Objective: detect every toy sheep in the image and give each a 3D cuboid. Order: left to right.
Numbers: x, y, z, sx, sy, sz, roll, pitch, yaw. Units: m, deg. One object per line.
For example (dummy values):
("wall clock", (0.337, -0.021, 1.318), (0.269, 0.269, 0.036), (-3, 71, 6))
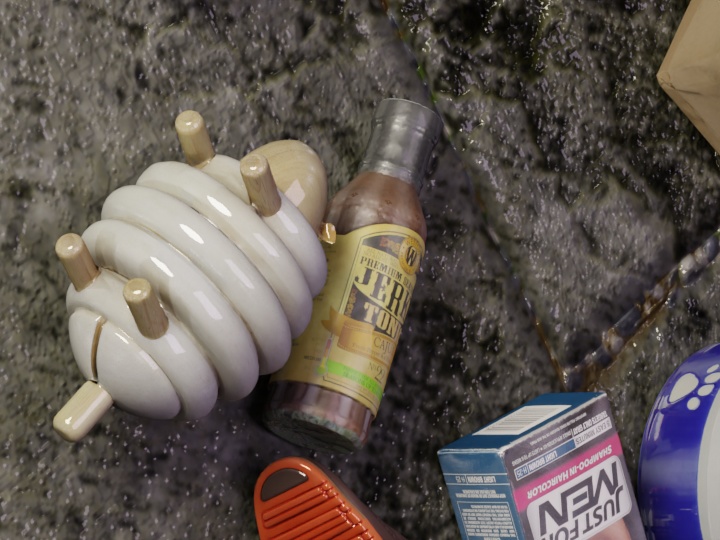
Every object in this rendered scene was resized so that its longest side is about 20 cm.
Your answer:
("toy sheep", (-0.089, 0.008, 1.213), (0.200, 0.138, 0.138), (-44, 114, -18))

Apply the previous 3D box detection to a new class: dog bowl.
("dog bowl", (0.274, 0.142, 1.541), (0.199, 0.078, 0.202), (4, 84, -40))

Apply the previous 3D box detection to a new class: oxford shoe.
("oxford shoe", (0.008, 0.177, 1.333), (0.201, 0.071, 0.073), (57, 27, -18))

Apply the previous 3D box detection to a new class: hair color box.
("hair color box", (0.124, 0.184, 1.421), (0.100, 0.060, 0.202), (-24, 102, -38))

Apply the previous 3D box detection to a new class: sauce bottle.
("sauce bottle", (0.000, 0.000, 1.329), (0.064, 0.064, 0.202), (29, 69, -35))

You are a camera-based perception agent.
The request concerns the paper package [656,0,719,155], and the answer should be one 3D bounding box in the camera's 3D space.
("paper package", (0.314, -0.151, 1.585), (0.191, 0.103, 0.201), (44, 61, -29))
